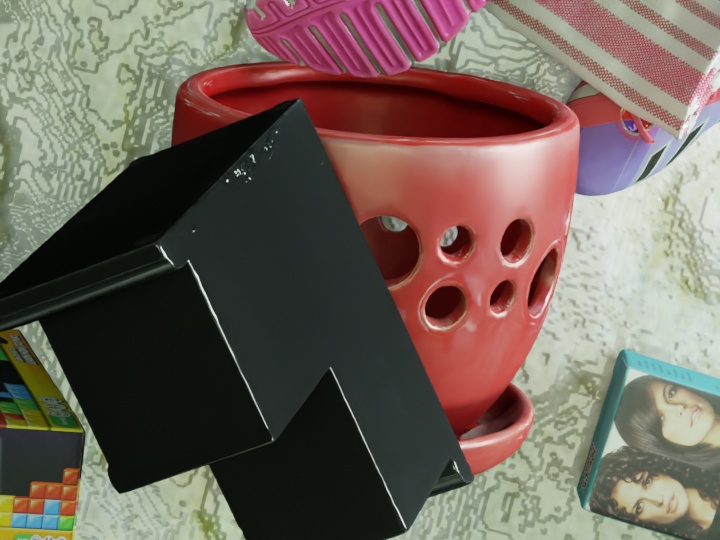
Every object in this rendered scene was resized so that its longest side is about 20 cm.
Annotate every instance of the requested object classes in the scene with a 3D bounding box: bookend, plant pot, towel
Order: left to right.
[{"bbox_3d":[-0.051,0.055,1.193,0.092,0.199,0.200,-20,104,22],"label":"bookend"},{"bbox_3d":[0.000,0.000,1.372,0.200,0.200,0.183,7,105,0],"label":"plant pot"},{"bbox_3d":[0.157,-0.185,1.390,0.146,0.030,0.200,36,99,28],"label":"towel"}]

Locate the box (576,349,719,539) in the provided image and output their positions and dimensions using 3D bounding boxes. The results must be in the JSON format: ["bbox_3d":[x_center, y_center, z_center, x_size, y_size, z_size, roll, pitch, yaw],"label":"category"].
[{"bbox_3d":[0.221,0.111,1.454,0.200,0.049,0.082,16,98,-1],"label":"box"}]

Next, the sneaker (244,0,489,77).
[{"bbox_3d":[0.033,-0.167,1.390,0.200,0.088,0.081,-22,135,0],"label":"sneaker"}]

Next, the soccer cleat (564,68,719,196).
[{"bbox_3d":[0.181,-0.104,1.410,0.200,0.076,0.067,-32,96,5],"label":"soccer cleat"}]

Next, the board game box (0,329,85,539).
[{"bbox_3d":[-0.219,0.065,1.216,0.165,0.200,0.057,5,99,-17],"label":"board game box"}]
